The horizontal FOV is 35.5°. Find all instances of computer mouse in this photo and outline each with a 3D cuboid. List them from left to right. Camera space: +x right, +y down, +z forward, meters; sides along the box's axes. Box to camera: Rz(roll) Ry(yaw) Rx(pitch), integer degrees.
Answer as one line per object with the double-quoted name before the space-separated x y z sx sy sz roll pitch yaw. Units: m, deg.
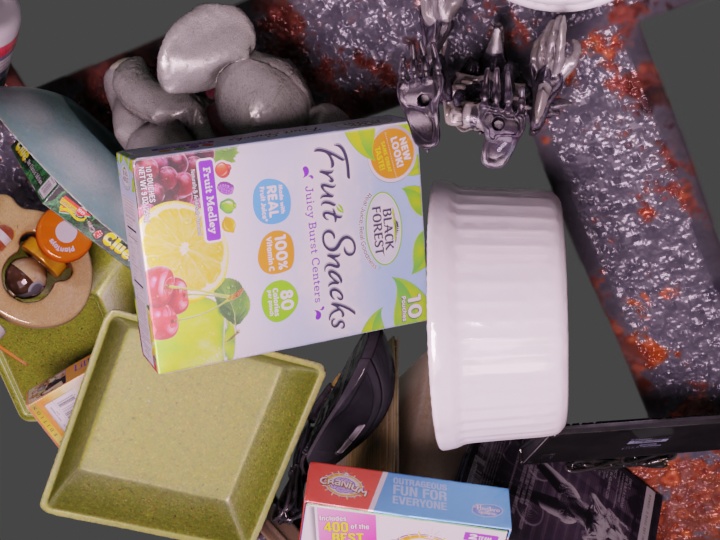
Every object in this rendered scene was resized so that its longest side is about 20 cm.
"computer mouse" -0.010 0.120 0.967 0.046 0.141 0.201 26 117 -4

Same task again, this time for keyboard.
"keyboard" 0.227 0.142 0.934 0.197 0.021 0.127 -1 152 -13

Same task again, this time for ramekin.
"ramekin" 0.104 0.032 0.845 0.096 0.201 0.203 -1 122 8

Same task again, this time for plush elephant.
"plush elephant" -0.097 -0.110 0.836 0.154 0.200 0.165 -35 108 9

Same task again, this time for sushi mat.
"sushi mat" 0.010 0.153 0.947 0.012 0.201 0.096 20 126 -14

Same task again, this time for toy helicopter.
"toy helicopter" -0.320 -0.001 0.921 0.198 0.134 0.079 15 171 -18

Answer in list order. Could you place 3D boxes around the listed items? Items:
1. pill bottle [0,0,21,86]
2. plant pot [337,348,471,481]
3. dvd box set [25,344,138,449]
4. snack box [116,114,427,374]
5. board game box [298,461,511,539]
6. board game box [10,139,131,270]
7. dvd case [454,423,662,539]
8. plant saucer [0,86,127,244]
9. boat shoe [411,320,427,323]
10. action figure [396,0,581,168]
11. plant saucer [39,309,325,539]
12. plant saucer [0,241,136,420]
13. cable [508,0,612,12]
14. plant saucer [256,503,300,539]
"pill bottle" -0.353 -0.142 0.907 0.119 0.120 0.201 27 126 -3
"plant pot" 0.069 0.231 0.993 0.199 0.178 0.200 37 125 -10
"dvd box set" -0.178 0.118 1.018 0.198 0.029 0.147 -30 120 0
"snack box" -0.055 -0.022 0.763 0.197 0.053 0.144 -10 106 -21
"board game box" 0.022 0.240 0.861 0.151 0.041 0.202 8 126 -2
"board game box" -0.190 -0.028 0.907 0.023 0.105 0.200 -44 132 3
"dvd case" 0.171 0.197 0.958 0.199 0.149 0.016 37 134 -9
"plant saucer" -0.203 -0.083 0.880 0.039 0.201 0.201 -44 104 3
"boat shoe" 0.000 0.000 0.887 0.074 0.074 0.199 -5 167 37
"action figure" 0.086 -0.134 0.750 0.117 0.200 0.103 15 110 8
"plant saucer" -0.156 0.135 0.986 0.198 0.048 0.202 17 108 -21
"plant saucer" -0.273 0.069 1.056 0.197 0.048 0.202 -4 121 18
"cable" 0.131 -0.267 0.716 0.200 0.069 0.200 42 123 -13
"plant saucer" -0.035 0.295 1.086 0.029 0.200 0.200 -44 107 -11
